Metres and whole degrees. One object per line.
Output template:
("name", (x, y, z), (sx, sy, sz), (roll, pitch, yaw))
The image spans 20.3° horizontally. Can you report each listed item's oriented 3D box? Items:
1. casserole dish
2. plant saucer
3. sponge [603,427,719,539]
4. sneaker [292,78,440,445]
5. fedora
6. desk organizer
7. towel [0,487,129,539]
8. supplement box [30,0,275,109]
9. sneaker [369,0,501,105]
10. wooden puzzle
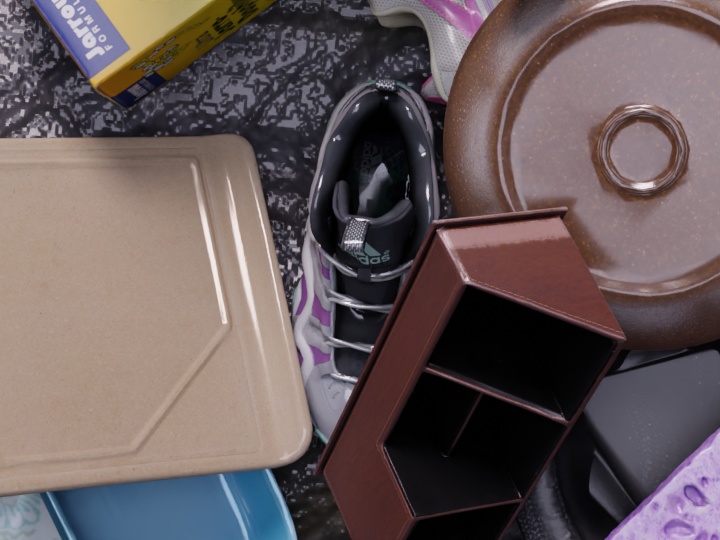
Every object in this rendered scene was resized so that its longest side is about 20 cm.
("casserole dish", (-0.113, 0.105, 1.043), (0.121, 0.039, 0.200), (-24, 86, -35))
("plant saucer", (0.135, -0.058, 0.956), (0.200, 0.037, 0.201), (2, 98, 11))
("sponge", (0.197, 0.129, 0.964), (0.200, 0.030, 0.112), (-44, 85, 0))
("sneaker", (0.000, 0.000, 1.011), (0.077, 0.140, 0.201), (1, 91, 1))
("fedora", (0.165, 0.100, 1.030), (0.200, 0.092, 0.201), (0, 86, 3))
("desk organizer", (0.049, 0.066, 0.963), (0.072, 0.200, 0.077), (-7, 53, -26))
("towel", (-0.199, 0.172, 1.064), (0.171, 0.048, 0.200), (-27, 89, 2))
("supplement box", (-0.080, -0.188, 1.033), (0.200, 0.110, 0.109), (-37, 88, 1))
("sneaker", (0.081, -0.102, 1.047), (0.088, 0.081, 0.200), (-42, 80, 2))
("wooden puzzle", (-0.136, 0.021, 1.021), (0.199, 0.037, 0.186), (-5, 71, -25))
